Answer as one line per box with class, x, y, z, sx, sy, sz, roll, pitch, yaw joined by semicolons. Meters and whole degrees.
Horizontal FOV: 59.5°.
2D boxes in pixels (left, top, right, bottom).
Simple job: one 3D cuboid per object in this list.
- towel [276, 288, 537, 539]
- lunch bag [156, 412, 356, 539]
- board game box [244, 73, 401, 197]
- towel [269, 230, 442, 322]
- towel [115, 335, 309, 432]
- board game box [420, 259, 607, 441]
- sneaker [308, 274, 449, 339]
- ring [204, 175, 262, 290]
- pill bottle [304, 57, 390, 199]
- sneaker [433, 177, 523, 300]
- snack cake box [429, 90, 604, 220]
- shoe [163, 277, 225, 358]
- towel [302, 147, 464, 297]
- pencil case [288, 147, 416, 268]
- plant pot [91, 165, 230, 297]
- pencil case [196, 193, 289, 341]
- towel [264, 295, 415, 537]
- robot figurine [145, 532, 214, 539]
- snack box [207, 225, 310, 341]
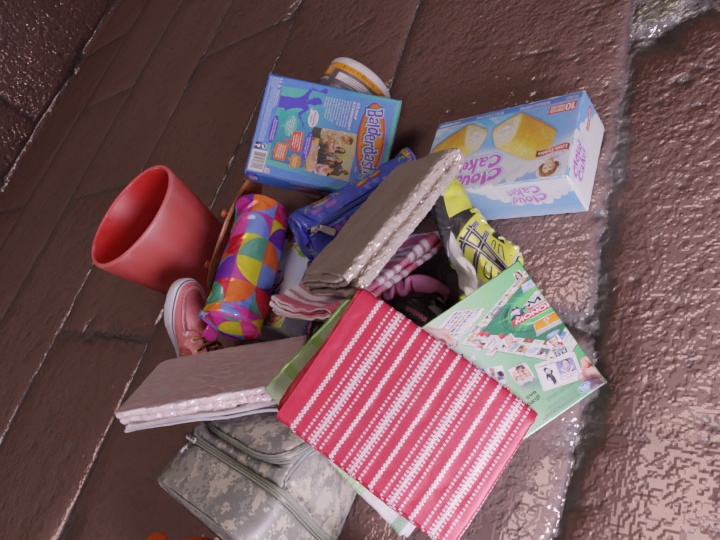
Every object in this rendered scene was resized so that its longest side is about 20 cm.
towel;0.037;0.127;0.566;0.199;0.022;0.145;35;85;11
lunch bag;-0.102;0.222;0.699;0.198;0.140;0.168;10;51;46
board game box;-0.051;-0.186;0.907;0.197;0.045;0.154;13;81;3
towel;0.000;0.000;0.757;0.199;0.030;0.146;-35;19;-31
towel;-0.160;0.128;0.741;0.197;0.033;0.191;-9;11;1
board game box;0.104;0.103;0.585;0.199;0.029;0.135;-34;76;2
sneaker;0.016;0.076;0.747;0.198;0.079;0.097;-21;59;33
ring;-0.201;-0.064;0.994;0.200;0.019;0.203;-157;89;-88
pill bottle;-0.048;-0.222;0.993;0.116;0.116;0.201;25;78;50
sneaker;0.135;-0.018;0.686;0.076;0.075;0.202;-23;70;16
snack cake box;0.174;-0.127;0.748;0.198;0.067;0.116;-3;58;43
shoe;-0.213;0.112;0.876;0.090;0.071;0.203;3;101;40
towel;0.023;-0.051;0.683;0.201;0.034;0.132;-50;19;-17
pencil case;0.000;-0.082;0.820;0.198;0.079;0.087;-31;1;-7
plant pot;-0.322;-0.048;1.071;0.199;0.177;0.203;-24;47;29
pencil case;-0.155;-0.004;0.851;0.088;0.088;0.202;-12;52;37
towel;0.020;0.134;0.617;0.200;0.031;0.149;43;83;10
robot figurine;-0.166;0.337;0.639;0.200;0.115;0.146;143;119;-64
snack box;-0.128;0.016;0.925;0.198;0.068;0.170;1;61;45
